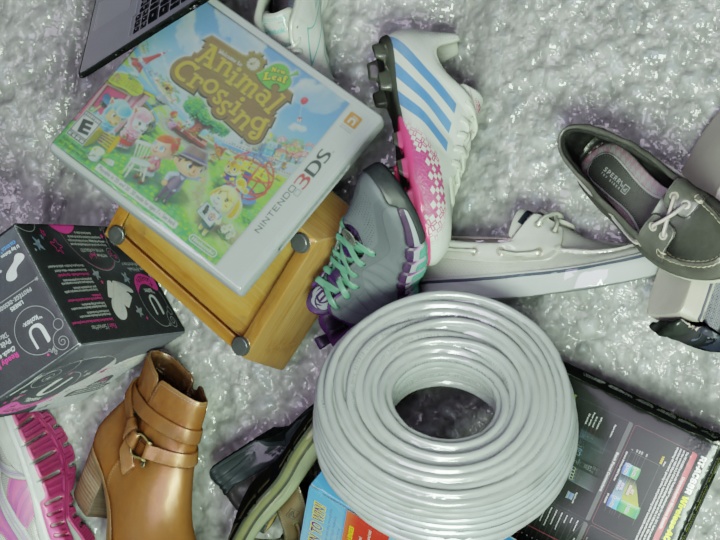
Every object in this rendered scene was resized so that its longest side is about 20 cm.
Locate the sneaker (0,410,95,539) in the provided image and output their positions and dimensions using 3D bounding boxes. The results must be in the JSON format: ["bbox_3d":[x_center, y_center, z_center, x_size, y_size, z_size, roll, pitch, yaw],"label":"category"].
[{"bbox_3d":[-0.294,0.205,1.519,0.088,0.081,0.200,-19,83,16],"label":"sneaker"}]

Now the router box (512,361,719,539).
[{"bbox_3d":[0.181,0.190,1.371,0.150,0.062,0.200,26,97,18],"label":"router box"}]

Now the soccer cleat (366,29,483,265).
[{"bbox_3d":[0.063,-0.104,1.395,0.086,0.070,0.201,-7,73,-9],"label":"soccer cleat"}]

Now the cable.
[{"bbox_3d":[0.065,0.108,1.296,0.200,0.069,0.200,-25,55,-21],"label":"cable"}]

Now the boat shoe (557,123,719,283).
[{"bbox_3d":[0.213,-0.053,1.313,0.067,0.057,0.200,-54,38,9],"label":"boat shoe"}]

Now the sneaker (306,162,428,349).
[{"bbox_3d":[0.000,0.000,1.359,0.087,0.200,0.074,-28,59,-15],"label":"sneaker"}]

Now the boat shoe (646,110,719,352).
[{"bbox_3d":[0.292,-0.027,1.343,0.093,0.075,0.200,25,79,-20],"label":"boat shoe"}]

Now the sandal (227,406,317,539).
[{"bbox_3d":[-0.054,0.182,1.386,0.057,0.080,0.201,33,113,-8],"label":"sandal"}]

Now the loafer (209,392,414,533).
[{"bbox_3d":[-0.029,0.145,1.443,0.200,0.073,0.072,-33,89,25],"label":"loafer"}]

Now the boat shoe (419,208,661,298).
[{"bbox_3d":[0.140,-0.016,1.387,0.200,0.071,0.070,-5,90,25],"label":"boat shoe"}]

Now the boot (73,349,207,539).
[{"bbox_3d":[-0.159,0.175,1.450,0.200,0.074,0.155,41,110,35],"label":"boot"}]

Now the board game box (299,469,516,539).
[{"bbox_3d":[0.045,0.253,1.358,0.196,0.056,0.200,30,141,16],"label":"board game box"}]

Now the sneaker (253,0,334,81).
[{"bbox_3d":[-0.060,-0.179,1.448,0.070,0.080,0.201,-6,89,16],"label":"sneaker"}]

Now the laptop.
[{"bbox_3d":[-0.172,-0.288,1.414,0.200,0.187,0.116,-29,119,17],"label":"laptop"}]

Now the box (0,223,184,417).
[{"bbox_3d":[-0.259,0.044,1.446,0.132,0.200,0.115,-33,80,16],"label":"box"}]

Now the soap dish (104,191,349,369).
[{"bbox_3d":[-0.108,-0.034,1.443,0.200,0.081,0.157,40,117,14],"label":"soap dish"}]

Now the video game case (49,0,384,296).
[{"bbox_3d":[-0.114,-0.107,1.382,0.200,0.022,0.182,36,77,14],"label":"video game case"}]
